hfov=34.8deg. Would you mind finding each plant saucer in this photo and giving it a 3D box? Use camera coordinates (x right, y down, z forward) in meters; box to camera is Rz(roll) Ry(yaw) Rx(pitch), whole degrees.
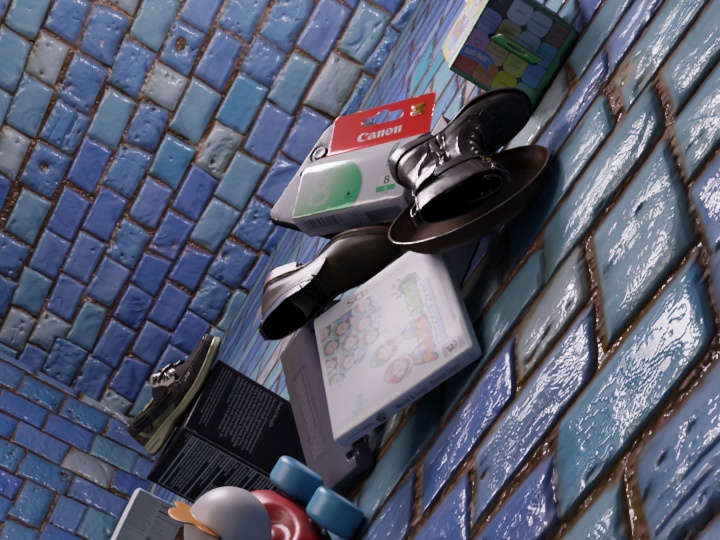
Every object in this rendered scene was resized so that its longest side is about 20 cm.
[{"bbox_3d":[0.123,-0.073,1.260,0.198,0.032,0.201,-27,17,9],"label":"plant saucer"}]

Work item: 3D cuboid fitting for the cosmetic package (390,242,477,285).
[{"bbox_3d":[0.067,0.029,1.355,0.202,0.082,0.051,-66,13,-20],"label":"cosmetic package"}]

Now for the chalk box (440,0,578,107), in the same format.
[{"bbox_3d":[0.187,-0.286,1.456,0.125,0.123,0.200,-58,9,17],"label":"chalk box"}]

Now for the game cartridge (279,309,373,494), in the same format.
[{"bbox_3d":[-0.043,0.168,1.407,0.130,0.038,0.203,126,134,-54],"label":"game cartridge"}]

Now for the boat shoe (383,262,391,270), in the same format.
[{"bbox_3d":[0.039,0.077,1.413,0.205,0.074,0.065,-66,16,0],"label":"boat shoe"}]

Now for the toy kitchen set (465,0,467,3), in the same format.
[{"bbox_3d":[0.258,-0.540,1.908,0.201,0.161,0.182,-57,38,27],"label":"toy kitchen set"}]

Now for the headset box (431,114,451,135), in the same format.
[{"bbox_3d":[0.110,-0.113,1.531,0.150,0.076,0.200,-59,11,14],"label":"headset box"}]

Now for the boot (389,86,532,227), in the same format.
[{"bbox_3d":[0.126,-0.119,1.247,0.198,0.070,0.174,-32,23,-2],"label":"boot"}]

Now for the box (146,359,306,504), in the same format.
[{"bbox_3d":[-0.166,0.257,1.606,0.200,0.197,0.124,-49,12,51],"label":"box"}]

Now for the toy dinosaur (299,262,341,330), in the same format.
[{"bbox_3d":[-0.043,0.082,1.480,0.102,0.201,0.077,-2,44,53],"label":"toy dinosaur"}]

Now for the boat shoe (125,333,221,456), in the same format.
[{"bbox_3d":[-0.257,0.163,1.557,0.202,0.065,0.072,-57,7,23],"label":"boat shoe"}]

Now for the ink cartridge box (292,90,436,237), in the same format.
[{"bbox_3d":[0.008,-0.144,1.436,0.159,0.050,0.203,-10,53,29],"label":"ink cartridge box"}]

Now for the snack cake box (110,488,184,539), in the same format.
[{"bbox_3d":[-0.269,0.418,1.699,0.116,0.198,0.067,-65,10,-20],"label":"snack cake box"}]

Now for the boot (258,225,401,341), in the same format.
[{"bbox_3d":[-0.038,0.021,1.360,0.198,0.075,0.098,-26,28,27],"label":"boot"}]

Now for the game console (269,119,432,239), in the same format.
[{"bbox_3d":[-0.007,-0.115,1.472,0.198,0.031,0.178,15,60,43],"label":"game console"}]

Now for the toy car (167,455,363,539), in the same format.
[{"bbox_3d":[-0.134,0.285,1.248,0.186,0.199,0.176,-58,35,-5],"label":"toy car"}]

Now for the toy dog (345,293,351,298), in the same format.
[{"bbox_3d":[0.000,0.000,1.504,0.132,0.094,0.203,-79,-12,-68],"label":"toy dog"}]

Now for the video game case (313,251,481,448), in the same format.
[{"bbox_3d":[0.033,0.072,1.245,0.181,0.024,0.201,-36,35,16],"label":"video game case"}]

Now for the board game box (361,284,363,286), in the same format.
[{"bbox_3d":[-0.033,0.141,1.678,0.201,0.045,0.153,-57,11,28],"label":"board game box"}]
